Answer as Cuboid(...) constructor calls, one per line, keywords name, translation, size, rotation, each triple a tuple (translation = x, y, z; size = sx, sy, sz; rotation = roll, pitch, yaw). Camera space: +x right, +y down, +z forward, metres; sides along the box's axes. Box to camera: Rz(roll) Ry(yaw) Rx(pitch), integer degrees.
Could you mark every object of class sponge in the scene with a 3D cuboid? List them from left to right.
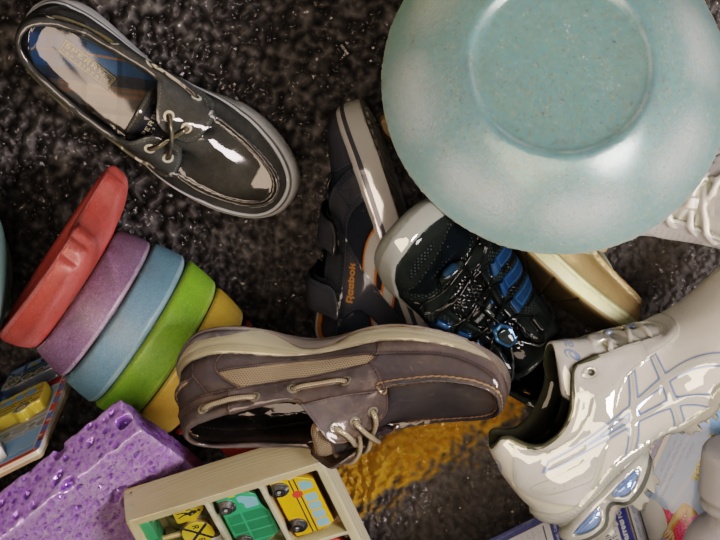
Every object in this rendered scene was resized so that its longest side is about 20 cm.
Cuboid(name="sponge", translation=(-0.192, 0.164, 1.739), size=(0.200, 0.112, 0.030), rotation=(-38, 59, 4))

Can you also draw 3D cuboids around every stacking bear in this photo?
Cuboid(name="stacking bear", translation=(-0.110, 0.050, 1.770), size=(0.200, 0.122, 0.114), rotation=(34, 123, -8))

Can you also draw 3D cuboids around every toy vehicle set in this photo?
Cuboid(name="toy vehicle set", translation=(-0.053, 0.186, 1.768), size=(0.124, 0.027, 0.200), rotation=(-18, 135, 7))

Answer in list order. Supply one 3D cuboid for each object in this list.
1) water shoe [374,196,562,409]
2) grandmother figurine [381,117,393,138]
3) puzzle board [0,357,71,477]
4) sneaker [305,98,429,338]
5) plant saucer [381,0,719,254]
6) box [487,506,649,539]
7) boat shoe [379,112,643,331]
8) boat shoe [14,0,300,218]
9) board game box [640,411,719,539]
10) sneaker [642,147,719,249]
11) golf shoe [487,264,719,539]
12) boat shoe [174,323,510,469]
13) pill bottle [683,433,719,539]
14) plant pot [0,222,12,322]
Cuboid(name="water shoe", translation=(0.079, 0.022, 1.688), size=(0.072, 0.200, 0.079), rotation=(-47, 55, 1))
Cuboid(name="grandmother figurine", translation=(0.102, -0.140, 1.683), size=(0.121, 0.061, 0.200), rotation=(39, 83, -24))
Cuboid(name="puzzle board", translation=(-0.269, 0.117, 1.788), size=(0.199, 0.151, 0.017), rotation=(-27, 107, 15))
Cuboid(name="sneaker", translation=(0.000, 0.000, 1.751), size=(0.079, 0.078, 0.201), rotation=(-16, 102, 7))
Cuboid(name="plant saucer", translation=(0.111, -0.111, 1.627), size=(0.200, 0.039, 0.202), rotation=(0, 76, -1))
Cuboid(name="box", translation=(0.088, 0.219, 1.720), size=(0.199, 0.032, 0.122), rotation=(-27, 54, 18))
Cuboid(name="boat shoe", translation=(0.101, -0.041, 1.731), size=(0.201, 0.073, 0.063), rotation=(43, 82, 5))
Cuboid(name="boat shoe", translation=(-0.128, -0.094, 1.762), size=(0.200, 0.057, 0.069), rotation=(34, 106, 1))
Cuboid(name="board game box", translation=(0.210, 0.173, 1.767), size=(0.195, 0.056, 0.201), rotation=(24, 106, 3))
Cuboid(name="sneaker", translation=(0.193, -0.048, 1.666), size=(0.199, 0.099, 0.078), rotation=(4, 104, -15))
Cuboid(name="golf shoe", translation=(0.157, 0.059, 1.667), size=(0.097, 0.078, 0.200), rotation=(40, 86, -20))
Cuboid(name="boat shoe", translation=(-0.012, 0.080, 1.672), size=(0.199, 0.074, 0.075), rotation=(-1, 146, 14))
Cuboid(name="pill bottle", translation=(0.242, 0.200, 1.679), size=(0.113, 0.113, 0.201), rotation=(2, 103, 9))
Cuboid(name="plant pot", translation=(-0.294, 0.002, 1.761), size=(0.199, 0.134, 0.201), rotation=(-1, 89, 22))
